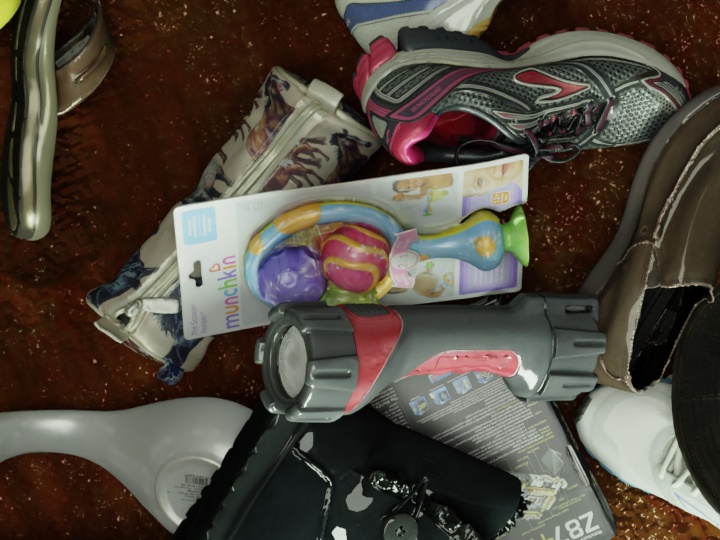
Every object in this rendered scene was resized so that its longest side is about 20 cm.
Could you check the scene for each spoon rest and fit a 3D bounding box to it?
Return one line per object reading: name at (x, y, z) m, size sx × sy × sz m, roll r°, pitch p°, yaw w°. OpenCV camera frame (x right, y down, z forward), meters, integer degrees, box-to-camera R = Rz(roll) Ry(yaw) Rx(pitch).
spoon rest at (-0.132, 0.113, 1.550) m, size 0.200 × 0.061 × 0.099 m, roll 9°, pitch 112°, yaw 11°

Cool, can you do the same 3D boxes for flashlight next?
flashlight at (0.042, 0.051, 1.460) m, size 0.200 × 0.068 × 0.068 m, roll 2°, pitch 65°, yaw -32°

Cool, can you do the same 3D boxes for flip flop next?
flip flop at (-0.174, -0.116, 1.539) m, size 0.058 × 0.081 × 0.200 m, roll 4°, pitch 98°, yaw -15°

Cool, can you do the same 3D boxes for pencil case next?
pencil case at (-0.074, -0.030, 1.531) m, size 0.078 × 0.089 × 0.200 m, roll 40°, pitch 97°, yaw -1°

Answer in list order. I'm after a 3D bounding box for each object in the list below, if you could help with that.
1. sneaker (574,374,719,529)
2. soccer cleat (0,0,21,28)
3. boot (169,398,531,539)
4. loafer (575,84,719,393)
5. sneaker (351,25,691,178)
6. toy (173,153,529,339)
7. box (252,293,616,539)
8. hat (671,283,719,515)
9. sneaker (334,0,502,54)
sneaker at (0.220, 0.121, 1.530) m, size 0.200 × 0.087 × 0.075 m, roll 24°, pitch 100°, yaw 2°
soccer cleat at (-0.280, -0.112, 1.552) m, size 0.200 × 0.065 × 0.084 m, roll -27°, pitch 101°, yaw 9°
boot at (-0.015, 0.168, 1.485) m, size 0.168 × 0.076 × 0.200 m, roll 34°, pitch 85°, yaw -12°
loafer at (0.190, -0.012, 1.513) m, size 0.073 × 0.071 × 0.200 m, roll 11°, pitch 111°, yaw -41°
sneaker at (0.096, -0.087, 1.490) m, size 0.200 × 0.075 × 0.081 m, roll -2°, pitch 134°, yaw -18°
toy at (0.000, 0.000, 1.467) m, size 0.200 × 0.047 × 0.115 m, roll -11°, pitch 139°, yaw -9°
box at (0.030, 0.127, 1.563) m, size 0.200 × 0.049 × 0.161 m, roll -27°, pitch 93°, yaw 8°
hat at (0.266, 0.056, 1.478) m, size 0.200 × 0.081 × 0.201 m, roll -4°, pitch 62°, yaw 7°
sneaker at (0.070, -0.196, 1.507) m, size 0.200 × 0.075 × 0.088 m, roll -43°, pitch 92°, yaw 7°
